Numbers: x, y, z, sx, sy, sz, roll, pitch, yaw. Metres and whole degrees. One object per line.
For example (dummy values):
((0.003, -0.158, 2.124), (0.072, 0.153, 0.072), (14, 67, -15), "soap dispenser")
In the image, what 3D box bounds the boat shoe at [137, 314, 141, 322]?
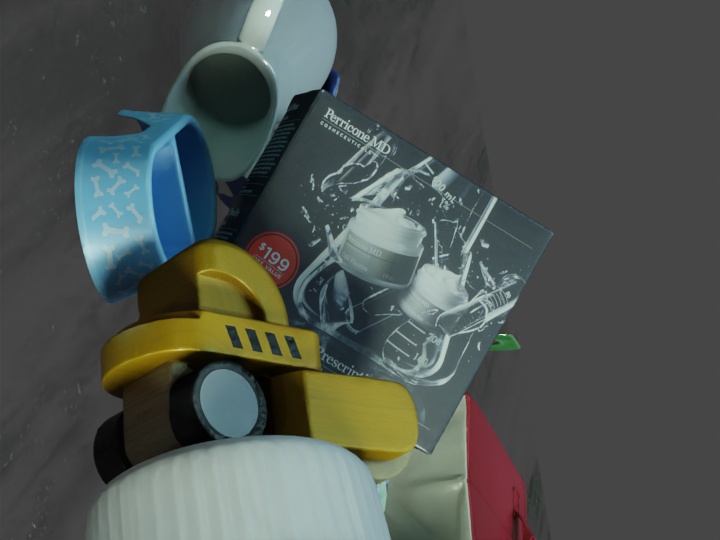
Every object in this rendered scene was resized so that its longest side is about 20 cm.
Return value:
((-0.113, 0.120, 1.439), (0.072, 0.067, 0.201), (30, 53, -76), "boat shoe")

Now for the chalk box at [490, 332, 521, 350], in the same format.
((0.023, 0.042, 1.659), (0.125, 0.199, 0.125), (50, 57, -73), "chalk box")

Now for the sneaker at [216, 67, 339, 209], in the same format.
((-0.063, -0.109, 1.735), (0.075, 0.088, 0.200), (31, 30, -15), "sneaker")

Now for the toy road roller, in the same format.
((-0.070, 0.066, 1.362), (0.199, 0.123, 0.147), (12, 63, -36), "toy road roller")

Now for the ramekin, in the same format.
((-0.073, 0.178, 1.289), (0.201, 0.199, 0.098), (61, 15, -62), "ramekin")

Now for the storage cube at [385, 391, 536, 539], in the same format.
((0.042, 0.228, 1.852), (0.180, 0.199, 0.172), (56, 28, -54), "storage cube")

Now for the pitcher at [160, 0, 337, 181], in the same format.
((-0.075, -0.182, 1.635), (0.172, 0.121, 0.200), (-61, -176, 29), "pitcher")

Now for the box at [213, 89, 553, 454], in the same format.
((0.000, 0.000, 1.516), (0.183, 0.199, 0.104), (-61, -168, -5), "box")

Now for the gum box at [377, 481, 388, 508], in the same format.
((-0.050, 0.182, 1.543), (0.200, 0.044, 0.171), (22, 73, -58), "gum box")

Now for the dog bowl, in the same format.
((-0.142, -0.049, 1.457), (0.200, 0.049, 0.112), (-62, 143, -73), "dog bowl")
